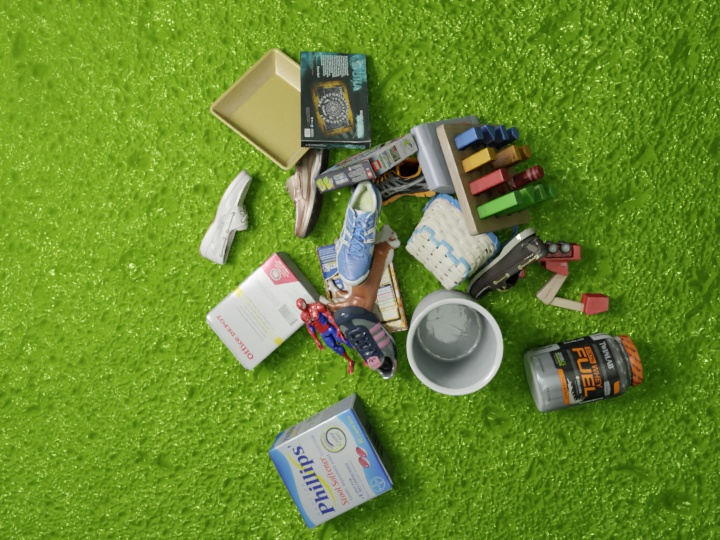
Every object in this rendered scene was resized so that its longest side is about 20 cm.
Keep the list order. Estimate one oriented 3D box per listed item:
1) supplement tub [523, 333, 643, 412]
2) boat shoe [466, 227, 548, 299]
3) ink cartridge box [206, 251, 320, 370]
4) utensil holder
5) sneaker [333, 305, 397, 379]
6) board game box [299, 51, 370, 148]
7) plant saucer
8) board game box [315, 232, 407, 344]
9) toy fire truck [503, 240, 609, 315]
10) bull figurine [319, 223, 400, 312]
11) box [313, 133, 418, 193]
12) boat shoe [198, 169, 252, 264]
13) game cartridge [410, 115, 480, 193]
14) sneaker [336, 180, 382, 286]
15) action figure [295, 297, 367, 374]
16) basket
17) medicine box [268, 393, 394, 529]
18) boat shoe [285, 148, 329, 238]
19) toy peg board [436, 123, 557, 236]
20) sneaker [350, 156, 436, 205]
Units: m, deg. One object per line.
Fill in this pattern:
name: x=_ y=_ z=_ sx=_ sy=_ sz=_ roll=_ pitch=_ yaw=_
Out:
supplement tub: x=0.427 y=0.194 z=1.129 sx=0.196 sy=0.123 sz=0.125 roll=-15 pitch=93 yaw=6
boat shoe: x=0.274 y=0.004 z=1.106 sx=0.061 sy=0.071 sz=0.202 roll=55 pitch=139 yaw=18
ink cartridge box: x=-0.193 y=0.080 z=1.198 sx=0.199 sy=0.083 sz=0.146 roll=-40 pitch=91 yaw=7
utensil holder: x=0.172 y=0.126 z=1.109 sx=0.166 sy=0.200 sz=0.174 roll=0 pitch=94 yaw=5
sneaker: x=0.018 y=0.139 z=1.118 sx=0.069 sy=0.200 sz=0.083 roll=-25 pitch=48 yaw=22
board game box: x=-0.050 y=-0.329 z=1.127 sx=0.133 sy=0.028 sz=0.204 roll=0 pitch=70 yaw=-7
plant saucer: x=-0.157 y=-0.308 z=1.146 sx=0.199 sy=0.049 sz=0.201 roll=37 pitch=70 yaw=6
board game box: x=0.004 y=0.034 z=1.194 sx=0.149 sy=0.046 sz=0.204 roll=-12 pitch=94 yaw=6
toy fire truck: x=0.383 y=0.015 z=1.155 sx=0.196 sy=0.049 sz=0.144 roll=-2 pitch=98 yaw=8
bull figurine: x=0.000 y=0.000 z=1.136 sx=0.119 sy=0.065 sz=0.204 roll=17 pitch=94 yaw=7
box: x=0.006 y=-0.194 z=1.080 sx=0.110 sy=0.199 sz=0.035 roll=-36 pitch=107 yaw=-28
boat shoe: x=-0.259 y=-0.106 z=1.199 sx=0.069 sy=0.071 sz=0.202 roll=28 pitch=105 yaw=1
game cartridge: x=0.182 y=-0.215 z=1.092 sx=0.041 sy=0.198 sz=0.135 roll=-16 pitch=95 yaw=47
sneaker: x=-0.007 y=-0.072 z=1.069 sx=0.074 sy=0.077 sz=0.204 roll=6 pitch=75 yaw=8
action figure: x=-0.060 y=0.124 z=1.144 sx=0.065 sy=0.052 sz=0.201 roll=-27 pitch=117 yaw=27
basket: x=0.192 y=-0.081 z=1.130 sx=0.176 sy=0.139 sz=0.200 roll=44 pitch=70 yaw=4
medicine box: x=-0.056 y=0.389 z=1.202 sx=0.198 sy=0.103 sz=0.184 roll=-29 pitch=92 yaw=6
boat shoe: x=-0.113 y=-0.166 z=1.180 sx=0.070 sy=0.076 sz=0.204 roll=9 pitch=87 yaw=8
toy peg board: x=0.258 y=-0.184 z=1.057 sx=0.097 sy=0.198 sz=0.203 roll=-21 pitch=85 yaw=44
sneaker: x=0.064 y=-0.181 z=1.127 sx=0.197 sy=0.077 sz=0.080 roll=-9 pitch=60 yaw=29
